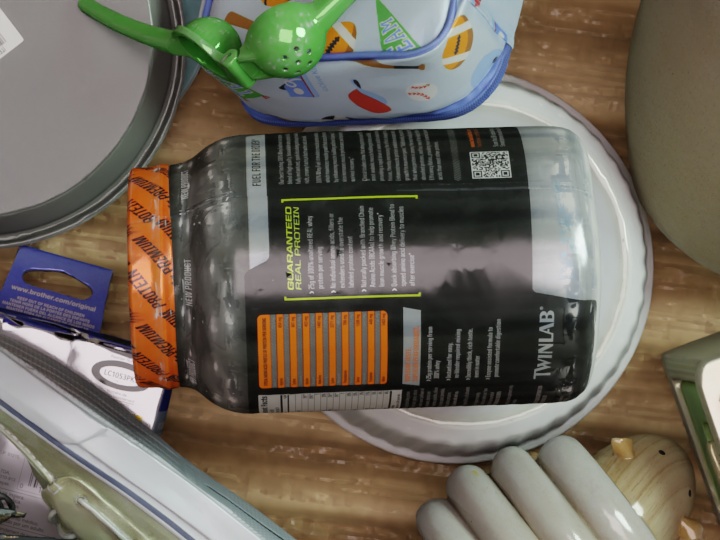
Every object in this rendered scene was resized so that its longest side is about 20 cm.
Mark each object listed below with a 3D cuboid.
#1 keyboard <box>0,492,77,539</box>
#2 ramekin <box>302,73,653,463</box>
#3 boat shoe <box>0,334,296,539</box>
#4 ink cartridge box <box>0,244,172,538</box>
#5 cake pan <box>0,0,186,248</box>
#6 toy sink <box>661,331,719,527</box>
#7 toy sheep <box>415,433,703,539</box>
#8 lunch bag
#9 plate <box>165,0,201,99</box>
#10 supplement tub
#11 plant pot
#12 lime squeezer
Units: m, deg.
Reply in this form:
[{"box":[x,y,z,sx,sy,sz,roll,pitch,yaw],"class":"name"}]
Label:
[{"box":[-0.190,0.115,1.097,0.200,0.104,0.040,7,62,-24],"class":"keyboard"},{"box":[0.049,-0.003,1.225,0.202,0.094,0.203,0,90,-3],"class":"ramekin"},{"box":[-0.111,0.105,1.157,0.200,0.072,0.062,38,93,-3],"class":"boat shoe"},{"box":[-0.170,0.090,1.224,0.136,0.076,0.200,15,90,-3],"class":"ink cartridge box"},{"box":[-0.185,-0.111,1.220,0.200,0.037,0.201,0,90,-3],"class":"cake pan"},{"box":[0.220,0.085,1.179,0.112,0.200,0.131,-20,91,-3],"class":"toy sink"},{"box":[0.078,0.149,1.204,0.200,0.138,0.138,-41,91,-2],"class":"toy sheep"},{"box":[0.003,-0.167,1.194,0.160,0.076,0.200,-2,65,31],"class":"lunch bag"},{"box":[-0.170,-0.147,1.252,0.200,0.026,0.201,0,90,-1],"class":"plate"},{"box":[0.000,0.000,1.108,0.200,0.123,0.123,-1,90,-2],"class":"supplement tub"},{"box":[0.205,-0.071,1.202,0.200,0.200,0.135,33,124,-2],"class":"plant pot"},{"box":[-0.053,-0.116,1.133,0.200,0.038,0.071,-11,71,30],"class":"lime squeezer"}]
